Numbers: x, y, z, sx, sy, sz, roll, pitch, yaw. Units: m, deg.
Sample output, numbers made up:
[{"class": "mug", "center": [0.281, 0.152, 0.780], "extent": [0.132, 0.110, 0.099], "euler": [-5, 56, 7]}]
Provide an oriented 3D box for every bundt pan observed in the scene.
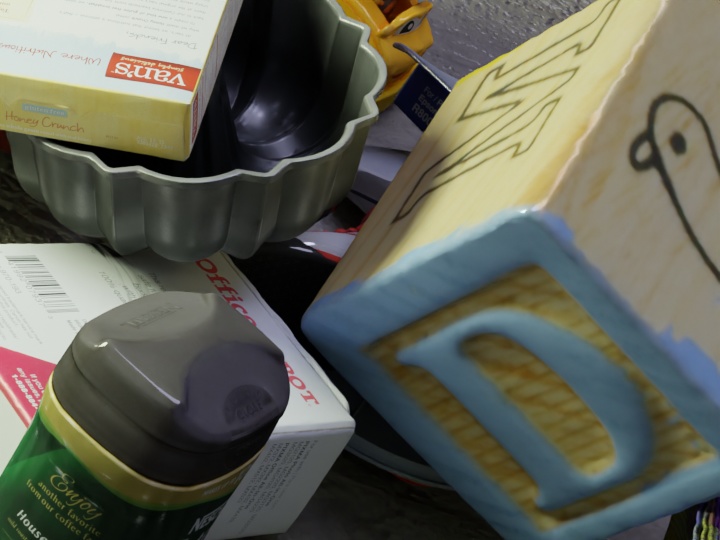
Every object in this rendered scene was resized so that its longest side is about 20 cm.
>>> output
[{"class": "bundt pan", "center": [-0.089, -0.075, 1.511], "extent": [0.201, 0.076, 0.202], "euler": [4, 38, -3]}]

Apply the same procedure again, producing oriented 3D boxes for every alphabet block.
[{"class": "alphabet block", "center": [0.124, -0.002, 1.526], "extent": [0.195, 0.196, 0.200], "euler": [46, 50, -17]}]

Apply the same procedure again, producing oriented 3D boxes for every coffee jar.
[{"class": "coffee jar", "center": [-0.111, 0.103, 1.277], "extent": [0.085, 0.200, 0.104], "euler": [39, 30, 15]}]

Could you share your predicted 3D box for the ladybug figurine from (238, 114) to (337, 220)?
[{"class": "ladybug figurine", "center": [-0.061, -0.049, 1.657], "extent": [0.072, 0.136, 0.200], "euler": [63, 20, -5]}]

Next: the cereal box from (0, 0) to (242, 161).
[{"class": "cereal box", "center": [-0.134, -0.136, 1.490], "extent": [0.144, 0.040, 0.200], "euler": [10, 40, 5]}]

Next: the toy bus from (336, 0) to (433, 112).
[{"class": "toy bus", "center": [-0.007, -0.220, 1.887], "extent": [0.200, 0.192, 0.136], "euler": [49, 28, 4]}]

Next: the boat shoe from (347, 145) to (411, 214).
[{"class": "boat shoe", "center": [0.049, -0.020, 1.770], "extent": [0.072, 0.066, 0.200], "euler": [-7, 25, -44]}]

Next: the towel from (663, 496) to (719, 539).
[{"class": "towel", "center": [0.167, 0.160, 1.527], "extent": [0.023, 0.144, 0.200], "euler": [12, 31, 3]}]

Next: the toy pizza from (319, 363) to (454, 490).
[{"class": "toy pizza", "center": [0.015, 0.057, 1.650], "extent": [0.200, 0.032, 0.200], "euler": [23, 30, -14]}]

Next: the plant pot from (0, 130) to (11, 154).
[{"class": "plant pot", "center": [-0.159, -0.164, 1.686], "extent": [0.200, 0.200, 0.176], "euler": [26, 40, -8]}]

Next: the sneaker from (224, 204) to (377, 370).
[{"class": "sneaker", "center": [0.000, 0.001, 1.625], "extent": [0.201, 0.067, 0.108], "euler": [17, 31, -30]}]

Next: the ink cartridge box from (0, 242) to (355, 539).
[{"class": "ink cartridge box", "center": [-0.124, 0.061, 1.455], "extent": [0.200, 0.083, 0.145], "euler": [-1, 41, -45]}]

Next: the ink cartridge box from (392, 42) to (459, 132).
[{"class": "ink cartridge box", "center": [0.110, -0.045, 1.827], "extent": [0.200, 0.041, 0.200], "euler": [46, 9, 25]}]
